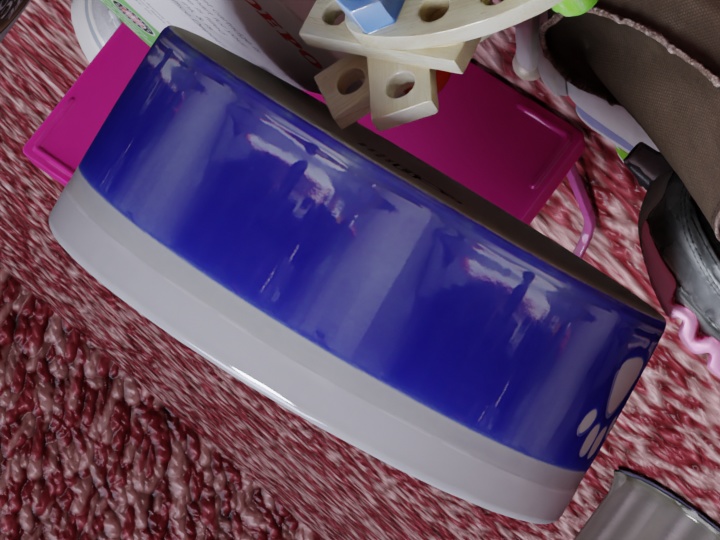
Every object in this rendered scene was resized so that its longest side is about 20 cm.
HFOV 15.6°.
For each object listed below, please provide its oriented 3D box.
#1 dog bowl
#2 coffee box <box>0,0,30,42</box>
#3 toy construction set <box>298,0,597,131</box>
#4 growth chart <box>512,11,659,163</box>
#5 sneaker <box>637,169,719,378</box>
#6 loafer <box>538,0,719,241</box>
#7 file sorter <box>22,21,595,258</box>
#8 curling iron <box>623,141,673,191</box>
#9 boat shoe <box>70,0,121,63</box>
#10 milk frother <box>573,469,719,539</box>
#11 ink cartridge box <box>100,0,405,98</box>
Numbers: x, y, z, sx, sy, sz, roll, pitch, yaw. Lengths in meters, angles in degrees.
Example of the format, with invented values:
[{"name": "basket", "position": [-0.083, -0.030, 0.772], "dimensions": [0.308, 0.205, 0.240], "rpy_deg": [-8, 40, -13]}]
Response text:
[{"name": "dog bowl", "position": [0.000, 0.000, 0.882], "dimensions": [0.200, 0.079, 0.200], "rpy_deg": [30, -175, -3]}, {"name": "coffee box", "position": [-0.262, -0.168, 1.214], "dimensions": [0.200, 0.200, 0.198], "rpy_deg": [34, 169, 3]}, {"name": "toy construction set", "position": [0.014, -0.107, 0.750], "dimensions": [0.092, 0.131, 0.200], "rpy_deg": [43, 175, 27]}, {"name": "growth chart", "position": [0.131, -0.039, 0.969], "dimensions": [0.200, 0.018, 0.145], "rpy_deg": [37, 170, 6]}, {"name": "sneaker", "position": [0.188, 0.016, 0.872], "dimensions": [0.200, 0.079, 0.095], "rpy_deg": [33, 139, -8]}, {"name": "loafer", "position": [0.123, -0.046, 0.820], "dimensions": [0.200, 0.071, 0.073], "rpy_deg": [28, 166, 43]}, {"name": "file sorter", "position": [-0.015, -0.033, 1.153], "dimensions": [0.200, 0.139, 0.125], "rpy_deg": [34, 170, 20]}, {"name": "curling iron", "position": [0.173, 0.022, 0.982], "dimensions": [0.200, 0.026, 0.050], "rpy_deg": [38, 166, -12]}, {"name": "boat shoe", "position": [-0.052, -0.082, 1.282], "dimensions": [0.200, 0.072, 0.068], "rpy_deg": [46, 147, -6]}, {"name": "milk frother", "position": [0.152, 0.245, 1.652], "dimensions": [0.180, 0.188, 0.200], "rpy_deg": [43, 169, -23]}, {"name": "ink cartridge box", "position": [-0.056, -0.142, 0.965], "dimensions": [0.146, 0.084, 0.200], "rpy_deg": [43, 168, -30]}]
